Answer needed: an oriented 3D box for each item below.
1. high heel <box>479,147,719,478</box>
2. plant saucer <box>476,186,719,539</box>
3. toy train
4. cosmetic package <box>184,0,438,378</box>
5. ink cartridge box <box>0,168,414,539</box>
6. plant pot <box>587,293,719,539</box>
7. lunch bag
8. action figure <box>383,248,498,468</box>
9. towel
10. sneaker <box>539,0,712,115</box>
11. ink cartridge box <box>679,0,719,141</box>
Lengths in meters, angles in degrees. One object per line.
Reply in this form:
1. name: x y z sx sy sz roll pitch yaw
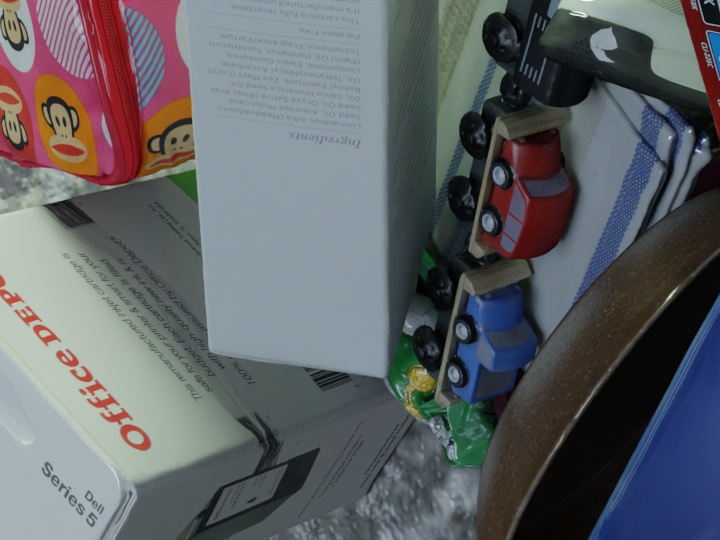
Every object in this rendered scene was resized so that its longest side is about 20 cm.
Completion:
1. high heel: 0.104 0.036 1.003 0.200 0.067 0.096 -46 63 41
2. plant saucer: 0.103 0.039 0.924 0.037 0.200 0.201 39 122 23
3. toy train: 0.056 -0.029 0.931 0.046 0.034 0.200 39 132 35
4. cosmetic package: -0.014 -0.070 0.916 0.071 0.102 0.200 7 132 9
5. ink cartridge box: -0.088 0.044 1.074 0.146 0.200 0.084 45 124 21
6. plant pot: 0.200 0.082 0.869 0.180 0.200 0.200 36 121 18
7. lunch bag: -0.122 -0.132 1.049 0.200 0.082 0.177 17 122 59
8. action figure: 0.000 0.000 1.051 0.200 0.055 0.118 54 161 28
9. towel: 0.054 -0.060 0.978 0.200 0.024 0.147 57 143 35
10. sneaker: 0.136 -0.117 0.865 0.076 0.200 0.116 24 111 36
11. ink cartridge box: 0.173 -0.099 0.691 0.175 0.084 0.200 11 141 34
